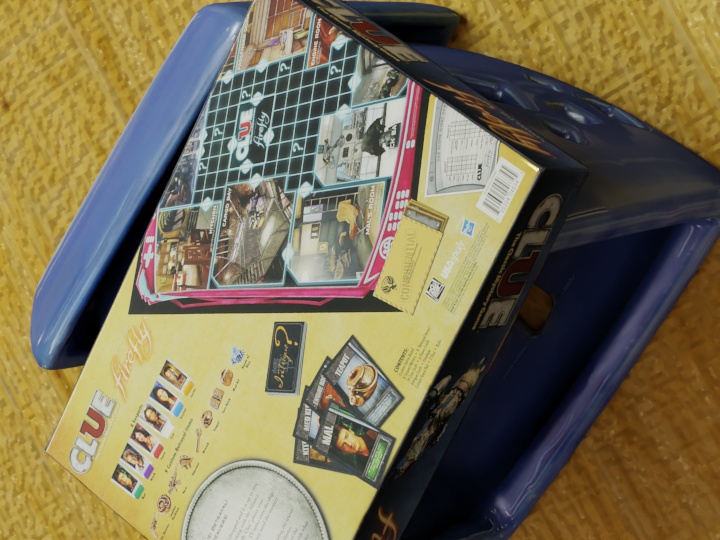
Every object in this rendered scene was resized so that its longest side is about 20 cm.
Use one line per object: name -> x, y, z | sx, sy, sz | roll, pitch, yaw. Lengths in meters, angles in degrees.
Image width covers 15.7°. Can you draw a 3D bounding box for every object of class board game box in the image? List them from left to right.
board game box -> -0.020, 0.017, 0.922 | 0.135, 0.035, 0.201 | 37, 111, 28

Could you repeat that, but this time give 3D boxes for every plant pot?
plant pot -> 0.000, 0.000, 1.043 | 0.180, 0.200, 0.200 | 41, 114, 21
